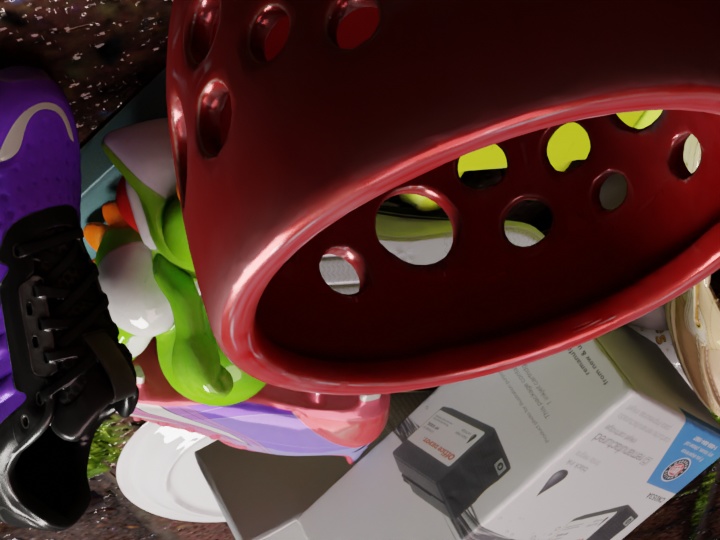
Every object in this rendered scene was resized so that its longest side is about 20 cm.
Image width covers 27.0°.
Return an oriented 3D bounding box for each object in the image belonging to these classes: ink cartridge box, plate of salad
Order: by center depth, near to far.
[{"bbox_3d":[0.087,0.118,0.840,0.200,0.084,0.145,-44,145,15],"label":"ink cartridge box"},{"bbox_3d":[-0.065,0.111,1.002,0.199,0.048,0.201,-11,145,-8],"label":"plate of salad"}]

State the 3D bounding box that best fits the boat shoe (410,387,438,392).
[{"bbox_3d":[-0.014,0.040,0.881,0.199,0.072,0.076,3,162,-17],"label":"boat shoe"}]

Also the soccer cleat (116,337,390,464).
[{"bbox_3d":[-0.082,0.065,0.786,0.199,0.067,0.077,7,133,-12],"label":"soccer cleat"}]

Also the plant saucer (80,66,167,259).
[{"bbox_3d":[-0.111,-0.036,0.710,0.070,0.019,0.200,10,143,-45],"label":"plant saucer"}]

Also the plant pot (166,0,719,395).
[{"bbox_3d":[0.028,-0.077,0.514,0.199,0.184,0.201,-13,154,-6],"label":"plant pot"}]

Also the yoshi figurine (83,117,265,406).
[{"bbox_3d":[-0.057,-0.002,0.672,0.112,0.113,0.200,-10,158,-30],"label":"yoshi figurine"}]

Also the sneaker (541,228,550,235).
[{"bbox_3d":[0.174,-0.013,0.889,0.199,0.076,0.076,-11,175,-6],"label":"sneaker"}]

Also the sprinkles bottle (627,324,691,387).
[{"bbox_3d":[0.223,0.041,0.938,0.199,0.069,0.068,-12,164,43],"label":"sprinkles bottle"}]

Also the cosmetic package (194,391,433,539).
[{"bbox_3d":[0.009,0.120,0.933,0.199,0.090,0.107,-25,140,-9],"label":"cosmetic package"}]

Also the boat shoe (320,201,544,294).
[{"bbox_3d":[0.000,0.000,0.785,0.198,0.073,0.071,3,-173,-4],"label":"boat shoe"}]

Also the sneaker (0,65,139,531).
[{"bbox_3d":[-0.129,0.019,0.626,0.069,0.099,0.201,-17,123,-49],"label":"sneaker"}]

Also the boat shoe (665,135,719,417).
[{"bbox_3d":[0.196,0.009,0.756,0.073,0.069,0.201,-11,125,1],"label":"boat shoe"}]

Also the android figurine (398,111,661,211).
[{"bbox_3d":[0.085,-0.091,0.692,0.181,0.041,0.200,-6,155,-21],"label":"android figurine"}]

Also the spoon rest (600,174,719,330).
[{"bbox_3d":[0.199,-0.048,0.805,0.200,0.100,0.061,-43,171,24],"label":"spoon rest"}]
